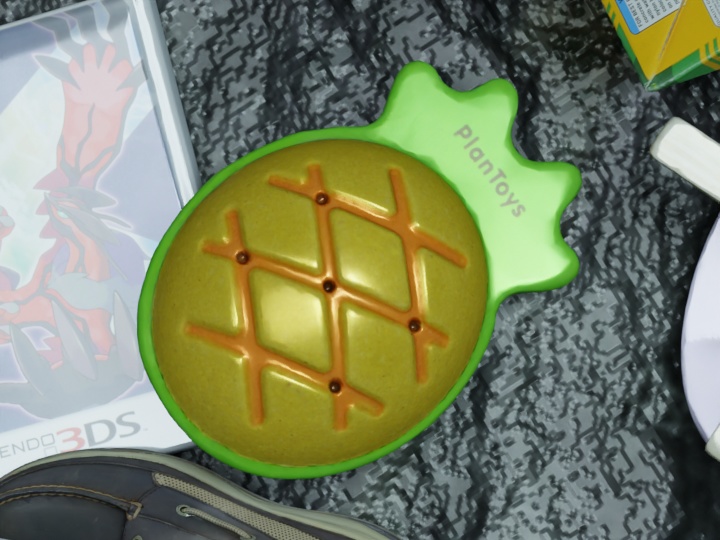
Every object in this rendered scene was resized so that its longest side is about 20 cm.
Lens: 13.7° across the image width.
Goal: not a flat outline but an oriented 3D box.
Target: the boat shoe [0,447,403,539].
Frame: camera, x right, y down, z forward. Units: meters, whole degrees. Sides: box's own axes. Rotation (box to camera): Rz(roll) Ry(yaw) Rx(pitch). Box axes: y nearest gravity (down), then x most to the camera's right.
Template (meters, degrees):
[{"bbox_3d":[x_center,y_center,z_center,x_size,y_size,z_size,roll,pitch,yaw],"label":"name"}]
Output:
[{"bbox_3d":[-0.072,0.125,1.261,0.199,0.073,0.075,9,108,9],"label":"boat shoe"}]

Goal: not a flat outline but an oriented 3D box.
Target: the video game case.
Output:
[{"bbox_3d":[-0.153,-0.004,1.314,0.181,0.023,0.201,-15,85,8],"label":"video game case"}]

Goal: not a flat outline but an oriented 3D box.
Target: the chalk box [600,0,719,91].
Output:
[{"bbox_3d":[0.182,-0.167,1.201,0.124,0.200,0.125,-31,82,38],"label":"chalk box"}]

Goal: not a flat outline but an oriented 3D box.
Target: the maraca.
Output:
[{"bbox_3d":[0.000,0.000,1.251,0.200,0.107,0.137,-37,90,-9],"label":"maraca"}]

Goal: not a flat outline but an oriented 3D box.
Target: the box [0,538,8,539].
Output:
[{"bbox_3d":[-0.195,0.214,1.242,0.124,0.098,0.201,10,110,9],"label":"box"}]

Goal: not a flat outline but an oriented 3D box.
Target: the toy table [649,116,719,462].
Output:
[{"bbox_3d":[0.202,-0.004,1.212,0.183,0.117,0.201,23,92,9],"label":"toy table"}]
